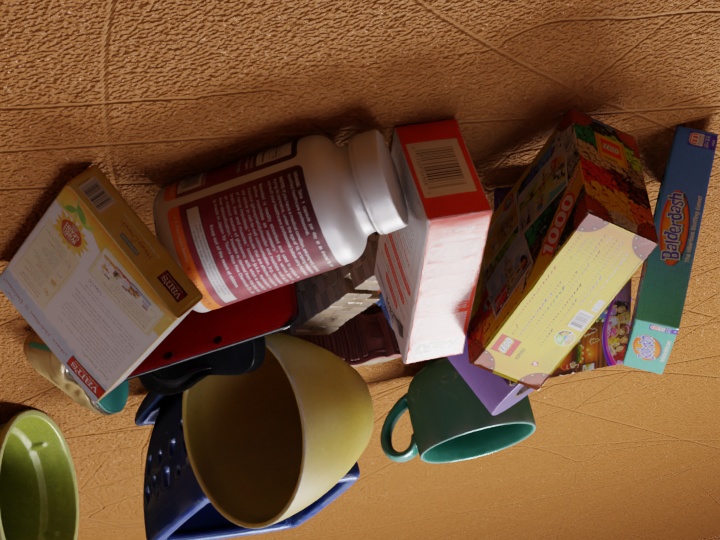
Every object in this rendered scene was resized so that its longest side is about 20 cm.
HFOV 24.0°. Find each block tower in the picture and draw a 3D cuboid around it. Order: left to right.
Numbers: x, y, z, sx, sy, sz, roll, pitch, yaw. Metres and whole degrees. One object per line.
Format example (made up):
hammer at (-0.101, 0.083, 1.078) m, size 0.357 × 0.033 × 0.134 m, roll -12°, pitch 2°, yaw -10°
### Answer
block tower at (0.000, 0.000, 1.689) m, size 0.054 × 0.058 × 0.200 m, roll 3°, pitch 152°, yaw -40°

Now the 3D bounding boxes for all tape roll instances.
tape roll at (0.194, 0.063, 1.846) m, size 0.199 × 0.085 × 0.200 m, roll -37°, pitch 168°, yaw -10°

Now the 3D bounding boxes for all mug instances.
mug at (0.120, 0.167, 2.136) m, size 0.183 × 0.116 × 0.152 m, roll -8°, pitch 160°, yaw -17°

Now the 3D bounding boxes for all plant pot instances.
plant pot at (-0.445, 0.270, 1.927) m, size 0.182 × 0.203 × 0.200 m, roll -8°, pitch 163°, yaw 16°
plant pot at (-0.140, 0.192, 1.915) m, size 0.198 × 0.182 × 0.200 m, roll -4°, pitch 157°, yaw -27°
plant pot at (-0.069, 0.153, 1.746) m, size 0.141 × 0.202 × 0.200 m, roll -6°, pitch 160°, yaw -42°

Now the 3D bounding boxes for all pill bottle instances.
pill bottle at (-0.065, -0.046, 1.429) m, size 0.198 × 0.114 × 0.113 m, roll -18°, pitch 160°, yaw 10°

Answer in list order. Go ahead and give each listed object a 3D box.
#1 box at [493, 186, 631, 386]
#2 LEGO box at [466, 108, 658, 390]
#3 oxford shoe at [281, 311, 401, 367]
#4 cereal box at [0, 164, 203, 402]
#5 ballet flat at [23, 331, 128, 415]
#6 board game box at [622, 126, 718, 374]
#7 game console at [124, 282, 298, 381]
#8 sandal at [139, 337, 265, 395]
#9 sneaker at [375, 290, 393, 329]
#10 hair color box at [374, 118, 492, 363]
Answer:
box at (0.202, 0.007, 1.688) m, size 0.135 × 0.202 × 0.039 m, roll -10°, pitch -156°, yaw -16°
LEGO box at (0.175, -0.018, 1.528) m, size 0.077 × 0.150 × 0.201 m, roll 21°, pitch 127°, yaw -18°
oxford shoe at (-0.021, 0.081, 1.873) m, size 0.199 × 0.071 × 0.074 m, roll 5°, pitch 159°, yaw -41°
cereal box at (-0.226, 0.016, 1.443) m, size 0.039 × 0.144 × 0.200 m, roll -39°, pitch 180°, yaw -38°
ballet flat at (-0.294, 0.100, 1.757) m, size 0.062 × 0.069 × 0.200 m, roll 11°, pitch 162°, yaw 13°
board game box at (0.302, -0.017, 1.654) m, size 0.044 × 0.202 × 0.152 m, roll 12°, pitch 161°, yaw 8°
game console at (-0.143, 0.048, 1.619) m, size 0.198 × 0.120 × 0.172 m, roll -17°, pitch 160°, yaw 7°
sandal at (-0.175, 0.081, 1.713) m, size 0.048 × 0.076 × 0.199 m, roll -7°, pitch 173°, yaw -43°
sneaker at (0.094, 0.034, 1.804) m, size 0.198 × 0.079 × 0.075 m, roll -7°, pitch 162°, yaw -37°
hair color box at (0.062, -0.023, 1.509) m, size 0.063 × 0.112 × 0.201 m, roll -8°, pitch 142°, yaw -14°
